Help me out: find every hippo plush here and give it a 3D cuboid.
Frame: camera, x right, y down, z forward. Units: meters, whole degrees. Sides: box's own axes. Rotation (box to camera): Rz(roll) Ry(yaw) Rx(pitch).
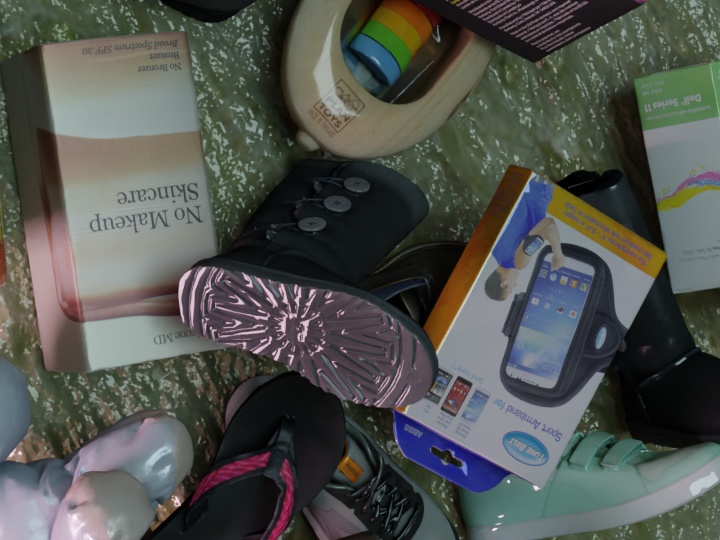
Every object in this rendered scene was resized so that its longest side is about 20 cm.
[{"bbox_3d":[-0.209,0.127,1.073,0.161,0.159,0.200,38,115,-2],"label":"hippo plush"}]

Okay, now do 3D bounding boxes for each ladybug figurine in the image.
[{"bbox_3d":[0.015,-0.157,1.204,0.136,0.072,0.200,47,69,-17],"label":"ladybug figurine"}]

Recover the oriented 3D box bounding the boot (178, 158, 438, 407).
[{"bbox_3d":[-0.001,0.000,1.106,0.164,0.200,0.066,23,116,12],"label":"boot"}]

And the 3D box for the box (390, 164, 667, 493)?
[{"bbox_3d":[0.103,0.047,1.153,0.119,0.041,0.201,29,86,-22],"label":"box"}]

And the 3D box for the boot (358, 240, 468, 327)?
[{"bbox_3d":[0.037,0.031,1.191,0.199,0.097,0.075,-13,109,-24],"label":"boot"}]

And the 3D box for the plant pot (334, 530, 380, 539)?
[{"bbox_3d":[-0.053,0.281,1.112,0.173,0.200,0.201,-12,94,-9],"label":"plant pot"}]

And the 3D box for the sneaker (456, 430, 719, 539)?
[{"bbox_3d":[0.150,0.115,1.210,0.074,0.199,0.119,-14,89,-65],"label":"sneaker"}]

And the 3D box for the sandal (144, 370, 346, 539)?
[{"bbox_3d":[-0.077,0.151,1.118,0.075,0.045,0.200,37,101,-11],"label":"sandal"}]

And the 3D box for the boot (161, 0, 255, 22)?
[{"bbox_3d":[-0.133,-0.213,1.101,0.199,0.131,0.070,10,85,-26],"label":"boot"}]

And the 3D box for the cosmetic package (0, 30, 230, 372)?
[{"bbox_3d":[-0.153,-0.042,1.111,0.103,0.087,0.201,-11,94,-27],"label":"cosmetic package"}]

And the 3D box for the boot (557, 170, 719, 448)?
[{"bbox_3d":[0.212,0.024,1.239,0.065,0.165,0.201,-27,100,-32],"label":"boot"}]

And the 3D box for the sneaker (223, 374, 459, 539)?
[{"bbox_3d":[-0.005,0.147,1.184,0.200,0.079,0.074,42,70,-20],"label":"sneaker"}]

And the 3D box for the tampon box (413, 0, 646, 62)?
[{"bbox_3d":[0.081,-0.254,1.134,0.199,0.126,0.151,24,67,-24],"label":"tampon box"}]

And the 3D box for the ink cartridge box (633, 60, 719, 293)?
[{"bbox_3d":[0.269,-0.053,1.307,0.117,0.067,0.201,-15,95,-54],"label":"ink cartridge box"}]

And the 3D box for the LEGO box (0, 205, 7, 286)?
[{"bbox_3d":[-0.267,-0.086,1.022,0.077,0.149,0.201,-6,91,-26],"label":"LEGO box"}]
